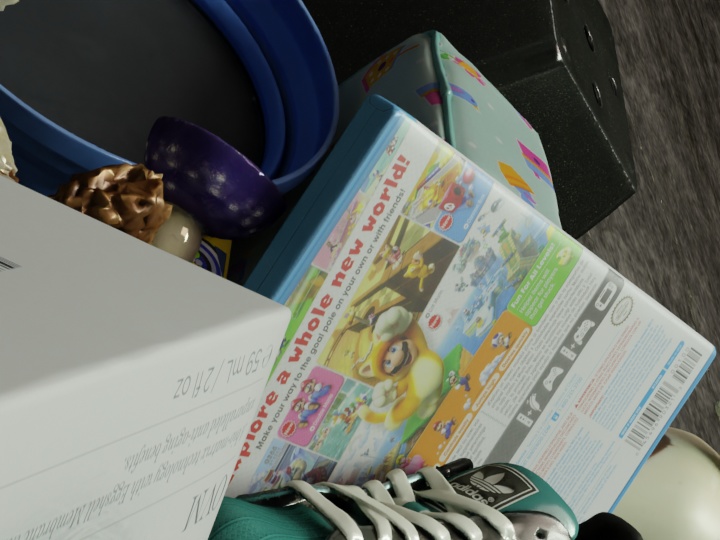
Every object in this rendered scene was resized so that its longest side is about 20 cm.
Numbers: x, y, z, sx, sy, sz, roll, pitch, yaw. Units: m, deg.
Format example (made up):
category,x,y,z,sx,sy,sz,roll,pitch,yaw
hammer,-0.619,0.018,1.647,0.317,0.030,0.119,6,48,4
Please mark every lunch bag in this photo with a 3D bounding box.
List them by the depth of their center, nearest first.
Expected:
category,x,y,z,sx,sy,sz,roll,pitch,yaw
lunch bag,0.000,0.000,0.880,0.077,0.160,0.200,42,18,-21

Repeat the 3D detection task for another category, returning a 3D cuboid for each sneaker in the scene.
category,x,y,z,sx,sy,sz,roll,pitch,yaw
sneaker,0.018,0.091,0.717,0.200,0.080,0.071,23,9,-47

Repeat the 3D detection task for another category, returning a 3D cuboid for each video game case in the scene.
category,x,y,z,sx,sy,sz,roll,pitch,yaw
video game case,0.029,0.046,0.761,0.200,0.143,0.018,33,1,-43

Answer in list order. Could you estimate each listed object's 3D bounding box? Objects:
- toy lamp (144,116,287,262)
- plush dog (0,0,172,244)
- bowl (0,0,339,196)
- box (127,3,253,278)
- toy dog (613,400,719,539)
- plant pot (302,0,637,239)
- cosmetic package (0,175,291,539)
category,x,y,z,sx,sy,sz,roll,pitch,yaw
toy lamp,-0.097,0.048,0.694,0.200,0.058,0.058,-55,141,-13
plush dog,-0.152,-0.028,0.628,0.172,0.199,0.161,51,59,-26
bowl,-0.101,-0.095,0.863,0.200,0.039,0.201,26,36,-21
box,-0.090,-0.028,0.899,0.064,0.070,0.201,24,37,-17
toy dog,0.104,0.118,1.229,0.200,0.194,0.140,36,40,-5
plant pot,0.048,-0.104,1.258,0.200,0.177,0.201,53,27,-46
cosmetic package,-0.127,0.086,0.469,0.201,0.122,0.199,-68,167,11
